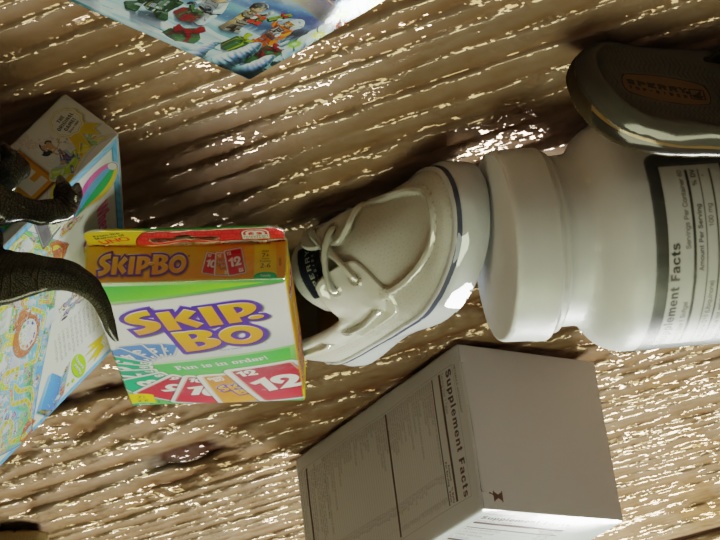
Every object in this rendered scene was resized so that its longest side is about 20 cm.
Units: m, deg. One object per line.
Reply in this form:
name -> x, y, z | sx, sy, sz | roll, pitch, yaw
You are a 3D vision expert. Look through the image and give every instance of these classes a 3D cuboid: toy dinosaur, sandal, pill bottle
toy dinosaur -> -0.186, -0.030, 0.939 | 0.102, 0.200, 0.077 | -41, -179, -25
sandal -> 0.193, -0.088, 1.038 | 0.199, 0.082, 0.055 | 7, 130, -18
pill bottle -> 0.163, -0.020, 1.103 | 0.199, 0.116, 0.116 | -4, 156, -9

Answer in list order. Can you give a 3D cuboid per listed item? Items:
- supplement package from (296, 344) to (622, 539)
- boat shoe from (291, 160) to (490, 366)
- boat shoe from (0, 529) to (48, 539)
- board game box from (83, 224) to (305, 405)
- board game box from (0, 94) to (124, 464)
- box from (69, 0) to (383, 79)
supplement package -> 0.059, 0.140, 1.422 | 0.109, 0.114, 0.200 | 8, 151, -31
boat shoe -> 0.000, 0.000, 1.153 | 0.070, 0.071, 0.200 | 0, 161, -25
boat shoe -> -0.269, 0.247, 1.598 | 0.074, 0.067, 0.200 | 0, 154, -19
board game box -> -0.079, 0.025, 1.110 | 0.095, 0.030, 0.200 | -2, 156, 1
board game box -> -0.168, 0.020, 1.062 | 0.134, 0.034, 0.200 | -47, 164, -24
box -> -0.063, -0.144, 0.840 | 0.137, 0.040, 0.200 | -27, 150, 33
